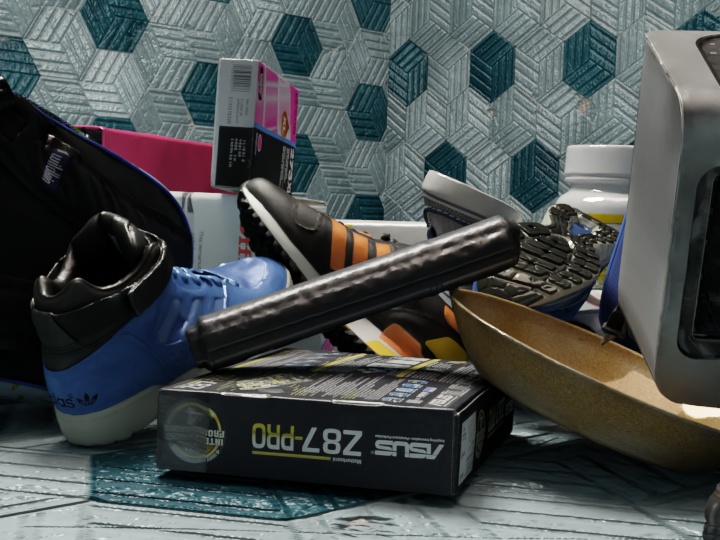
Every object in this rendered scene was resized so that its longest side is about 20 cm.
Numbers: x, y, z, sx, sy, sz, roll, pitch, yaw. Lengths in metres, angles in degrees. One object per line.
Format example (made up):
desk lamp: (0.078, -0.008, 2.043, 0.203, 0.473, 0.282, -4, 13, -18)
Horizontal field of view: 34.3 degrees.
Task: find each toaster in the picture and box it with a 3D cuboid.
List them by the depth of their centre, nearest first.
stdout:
toaster: (0.232, -0.022, 0.613, 0.179, 0.202, 0.119, 2, 24, 3)

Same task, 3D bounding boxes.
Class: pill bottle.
pill bottle: (0.236, -0.014, 1.089, 0.113, 0.202, 0.114, 2, 3, 0)

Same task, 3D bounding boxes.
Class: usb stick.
usb stick: (-0.002, 0.012, 0.667, 0.198, 0.033, 0.055, -19, 3, -9)

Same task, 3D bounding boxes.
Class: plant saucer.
plant saucer: (0.136, 0.067, 0.669, 0.199, 0.036, 0.200, 22, 8, -3)

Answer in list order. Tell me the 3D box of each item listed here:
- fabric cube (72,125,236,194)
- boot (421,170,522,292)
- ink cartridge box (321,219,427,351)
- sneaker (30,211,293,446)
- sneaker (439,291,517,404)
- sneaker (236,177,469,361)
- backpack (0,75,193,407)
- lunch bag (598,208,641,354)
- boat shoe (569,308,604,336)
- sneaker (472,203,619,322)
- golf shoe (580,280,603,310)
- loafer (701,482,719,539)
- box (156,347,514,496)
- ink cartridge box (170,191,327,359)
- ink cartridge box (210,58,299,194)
fabric cube: (-0.250, -0.030, 1.116, 0.195, 0.202, 0.199, 3, 1, 31)
boot: (0.080, -0.009, 0.894, 0.072, 0.091, 0.200, 25, -1, 23)
ink cartridge box: (-0.010, 0.017, 1.058, 0.198, 0.126, 0.128, 2, 3, 21)
sneaker: (-0.116, 0.009, 0.708, 0.076, 0.112, 0.200, 8, 29, 37)
sneaker: (0.044, 0.042, 0.875, 0.199, 0.073, 0.071, 36, -2, 19)
sneaker: (0.000, 0.000, 0.818, 0.090, 0.200, 0.070, -40, -10, -19)
backpack: (-0.217, -0.004, 0.759, 0.146, 0.185, 0.199, -3, -22, 43)
lunch bag: (0.261, 0.016, 0.833, 0.199, 0.137, 0.132, 30, -15, -33)
boat shoe: (0.183, 0.066, 0.918, 0.198, 0.074, 0.065, -8, 6, 4)
sneaker: (0.133, 0.014, 0.848, 0.078, 0.090, 0.200, 29, 23, 21)
golf shoe: (0.213, 0.053, 0.983, 0.199, 0.089, 0.077, -21, -34, 3)
loafer: (0.208, 0.083, 0.514, 0.072, 0.073, 0.199, 4, 4, 40)
box: (-0.003, 0.080, 0.667, 0.160, 0.050, 0.200, 5, 3, 15)
ink cartridge box: (-0.130, 0.011, 0.937, 0.199, 0.146, 0.084, 5, 4, 33)
ink cartridge box: (-0.079, -0.108, 0.944, 0.037, 0.096, 0.200, 4, 1, 6)
